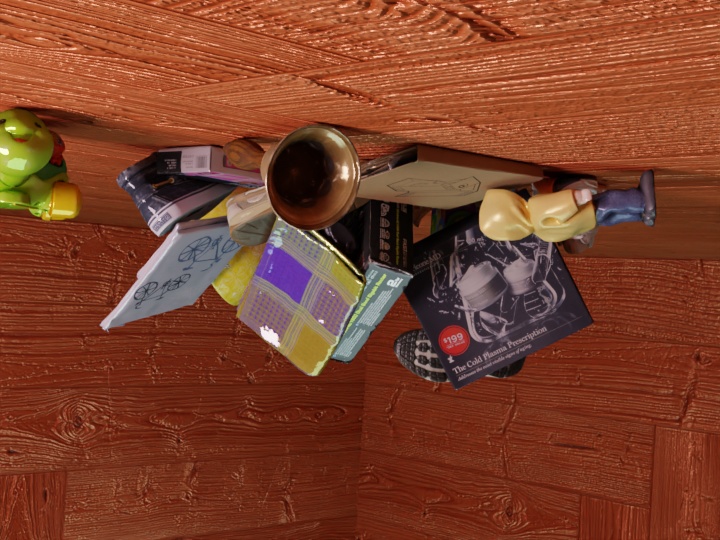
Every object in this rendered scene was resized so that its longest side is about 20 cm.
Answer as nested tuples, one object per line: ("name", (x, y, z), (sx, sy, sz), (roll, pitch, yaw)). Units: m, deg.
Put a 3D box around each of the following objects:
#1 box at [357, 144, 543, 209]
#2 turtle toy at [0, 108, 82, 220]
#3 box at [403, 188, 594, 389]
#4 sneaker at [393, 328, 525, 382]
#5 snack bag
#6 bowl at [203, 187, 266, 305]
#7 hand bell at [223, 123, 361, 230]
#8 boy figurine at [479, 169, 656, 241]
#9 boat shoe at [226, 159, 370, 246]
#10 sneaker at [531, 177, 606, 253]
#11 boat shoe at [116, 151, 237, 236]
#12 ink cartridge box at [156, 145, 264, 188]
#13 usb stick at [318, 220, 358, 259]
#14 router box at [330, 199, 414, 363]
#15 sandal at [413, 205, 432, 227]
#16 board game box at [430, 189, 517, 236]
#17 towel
("box", (0.084, -0.105, 1.304), (0.200, 0.021, 0.163), (5, 168, -40))
("turtle toy", (-0.358, -0.108, 1.164), (0.145, 0.101, 0.200), (4, 178, -23))
("box", (0.168, 0.022, 1.469), (0.200, 0.182, 0.104), (-27, -172, 8))
("sneaker", (0.131, 0.115, 1.612), (0.200, 0.077, 0.089), (7, -175, -23))
("snack bag", (-0.231, -0.003, 1.496), (0.200, 0.021, 0.188), (-47, 164, 30))
("bowl", (-0.176, -0.061, 1.671), (0.108, 0.200, 0.200), (-24, 174, 9))
("hand bell", (-0.093, -0.111, 1.173), (0.104, 0.104, 0.200), (4, -169, -31))
("boy figurine", (0.238, -0.069, 1.310), (0.200, 0.065, 0.124), (-5, 168, 13))
("boat shoe", (-0.069, -0.094, 1.376), (0.200, 0.063, 0.073), (-23, 144, 12))
("sneaker", (0.268, -0.068, 1.434), (0.076, 0.092, 0.200), (2, 178, 28))
("boat shoe", (-0.227, -0.112, 1.443), (0.071, 0.091, 0.200), (-39, 180, 23))
("ink cartridge box", (-0.146, -0.125, 1.409), (0.095, 0.037, 0.200), (2, 180, 40))
("usb stick", (-0.052, -0.025, 1.430), (0.033, 0.055, 0.200), (-39, -174, -20))
("router box", (0.000, 0.000, 1.435), (0.062, 0.150, 0.200), (17, 137, -16))
("sandal", (0.087, -0.090, 1.470), (0.211, 0.070, 0.078), (4, 179, -8))
("board game box", (0.153, -0.018, 1.593), (0.103, 0.201, 0.105), (4, 179, -7))
("towel", (-0.075, 0.034, 1.391), (0.144, 0.200, 0.023), (41, -135, 11))
